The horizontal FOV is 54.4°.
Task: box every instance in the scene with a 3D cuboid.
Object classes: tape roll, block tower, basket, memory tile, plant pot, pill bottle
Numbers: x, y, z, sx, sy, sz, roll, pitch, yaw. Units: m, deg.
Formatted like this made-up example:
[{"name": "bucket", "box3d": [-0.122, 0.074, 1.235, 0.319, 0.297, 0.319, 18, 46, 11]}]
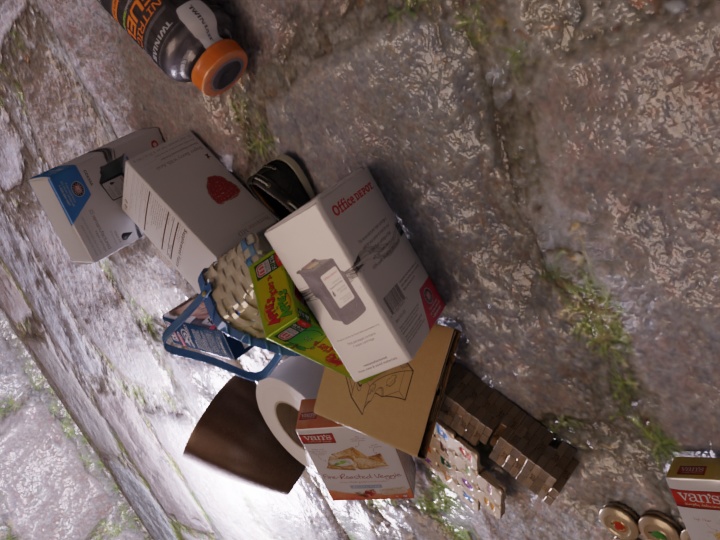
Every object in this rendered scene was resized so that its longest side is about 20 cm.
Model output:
[{"name": "tape roll", "box3d": [-0.085, 0.246, 1.189, 0.202, 0.071, 0.203, 28, 137, 30]}, {"name": "block tower", "box3d": [0.171, 0.197, 0.872, 0.200, 0.058, 0.054, 35, 141, 21]}, {"name": "basket", "box3d": [-0.147, 0.062, 0.959, 0.200, 0.176, 0.139, -50, 42, 14]}, {"name": "memory tile", "box3d": [0.368, 0.363, 0.821, 0.153, 0.017, 0.200, -1, 119, 49]}, {"name": "plant pot", "box3d": [-0.193, 0.323, 1.307, 0.200, 0.187, 0.187, 30, 141, 7]}, {"name": "pill bottle", "box3d": [-0.227, -0.306, 0.855, 0.200, 0.106, 0.106, 46, 144, 9]}]

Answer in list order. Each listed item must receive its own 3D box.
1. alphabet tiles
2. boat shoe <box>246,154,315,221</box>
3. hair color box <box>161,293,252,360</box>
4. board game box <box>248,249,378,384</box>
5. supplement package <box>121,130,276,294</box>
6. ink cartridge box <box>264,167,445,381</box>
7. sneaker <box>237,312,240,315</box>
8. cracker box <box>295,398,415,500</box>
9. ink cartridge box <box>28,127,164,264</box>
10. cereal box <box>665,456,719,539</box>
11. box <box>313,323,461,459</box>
[{"name": "alphabet tiles", "box3d": [0.122, 0.258, 0.976, 0.200, 0.015, 0.196, 38, 156, 34]}, {"name": "boat shoe", "box3d": [-0.076, -0.052, 0.931, 0.072, 0.068, 0.200, -14, 113, 53]}, {"name": "hair color box", "box3d": [-0.247, 0.090, 1.214, 0.200, 0.100, 0.061, 6, 123, 46]}, {"name": "board game box", "box3d": [-0.046, 0.060, 0.850, 0.048, 0.200, 0.102, -33, 53, 18]}, {"name": "supplement package", "box3d": [-0.242, -0.083, 1.045, 0.200, 0.121, 0.120, 45, 143, 10]}, {"name": "ink cartridge box", "box3d": [0.000, 0.000, 0.806, 0.084, 0.145, 0.200, -25, 100, 30]}, {"name": "sneaker", "box3d": [-0.138, 0.076, 1.094, 0.200, 0.066, 0.079, 40, 124, 25]}, {"name": "cracker box", "box3d": [-0.002, 0.268, 1.043, 0.134, 0.058, 0.200, -7, 131, 14]}, {"name": "ink cartridge box", "box3d": [-0.389, -0.121, 1.112, 0.086, 0.200, 0.147, 3, 122, 46]}, {"name": "cereal box", "box3d": [0.401, 0.272, 0.677, 0.144, 0.040, 0.200, -14, 109, 46]}, {"name": "box", "box3d": [0.028, 0.135, 0.914, 0.200, 0.021, 0.164, 12, 84, 45]}]
